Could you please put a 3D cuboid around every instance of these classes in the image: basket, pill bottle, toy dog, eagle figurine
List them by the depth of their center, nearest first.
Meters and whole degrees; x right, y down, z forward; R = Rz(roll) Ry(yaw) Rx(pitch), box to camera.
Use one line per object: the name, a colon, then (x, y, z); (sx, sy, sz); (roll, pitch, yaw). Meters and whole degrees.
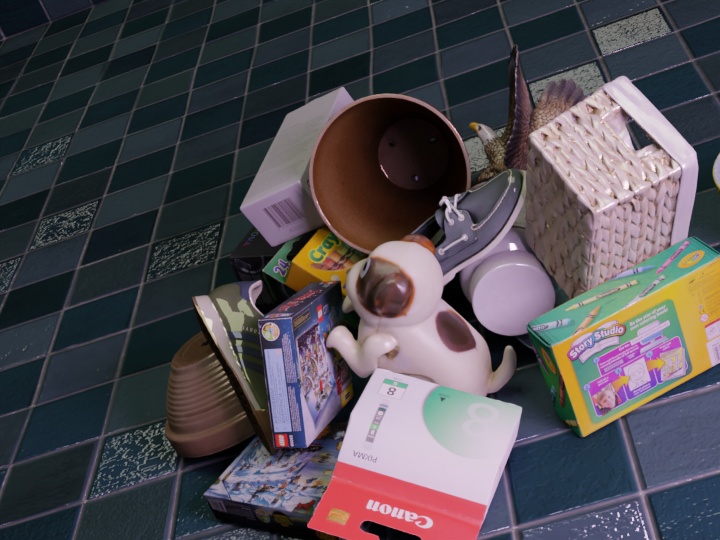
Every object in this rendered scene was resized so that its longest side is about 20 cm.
basket: (0.247, -0.071, 1.370); (0.123, 0.200, 0.136); (-26, 57, -13)
toy dog: (0.053, 0.063, 1.441); (0.193, 0.200, 0.140); (0, 36, 37)
pill bottle: (0.163, -0.015, 1.536); (0.109, 0.110, 0.200); (-18, 28, 9)
eagle figurine: (0.197, -0.160, 1.682); (0.200, 0.151, 0.152); (-54, 0, 13)

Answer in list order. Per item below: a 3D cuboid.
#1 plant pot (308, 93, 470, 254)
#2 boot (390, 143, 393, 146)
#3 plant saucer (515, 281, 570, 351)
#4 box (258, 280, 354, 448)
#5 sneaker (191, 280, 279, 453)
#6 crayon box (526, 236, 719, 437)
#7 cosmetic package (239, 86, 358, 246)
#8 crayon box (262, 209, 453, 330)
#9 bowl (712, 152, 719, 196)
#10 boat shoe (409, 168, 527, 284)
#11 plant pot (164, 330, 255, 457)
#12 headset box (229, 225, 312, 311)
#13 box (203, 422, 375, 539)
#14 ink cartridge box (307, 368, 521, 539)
plant pot: (0.048, -0.126, 1.620); (0.186, 0.187, 0.200); (-16, 9, 13)
boot: (-0.026, -0.135, 1.782); (0.138, 0.078, 0.200); (-6, 32, 36)
plant saucer: (0.267, 0.041, 1.507); (0.199, 0.027, 0.200); (-18, 29, 10)
box: (-0.055, 0.097, 1.459); (0.038, 0.137, 0.200); (-5, 9, 15)
sneaker: (-0.105, 0.094, 1.475); (0.090, 0.067, 0.201); (-25, 67, -14)
crayon box: (0.278, 0.066, 1.357); (0.200, 0.119, 0.058); (-27, 28, -8)
cosmetic package: (-0.065, -0.131, 1.683); (0.101, 0.071, 0.200); (-21, 32, 34)
crayon box: (0.000, 0.000, 1.622); (0.200, 0.052, 0.126); (31, 51, 9)
bowl: (0.492, -0.083, 1.468); (0.199, 0.108, 0.200); (-17, 29, 10)
boat shoe: (0.104, -0.047, 1.463); (0.200, 0.062, 0.073); (-44, 28, 38)
plant pot: (-0.155, 0.119, 1.574); (0.200, 0.093, 0.201); (-28, 18, 10)
headset box: (-0.040, -0.034, 1.791); (0.199, 0.093, 0.174); (-2, 35, 33)
box: (-0.049, 0.218, 1.419); (0.200, 0.040, 0.137); (3, 37, 40)
ink cartridge box: (0.056, 0.190, 1.325); (0.160, 0.050, 0.200); (14, 37, 14)
